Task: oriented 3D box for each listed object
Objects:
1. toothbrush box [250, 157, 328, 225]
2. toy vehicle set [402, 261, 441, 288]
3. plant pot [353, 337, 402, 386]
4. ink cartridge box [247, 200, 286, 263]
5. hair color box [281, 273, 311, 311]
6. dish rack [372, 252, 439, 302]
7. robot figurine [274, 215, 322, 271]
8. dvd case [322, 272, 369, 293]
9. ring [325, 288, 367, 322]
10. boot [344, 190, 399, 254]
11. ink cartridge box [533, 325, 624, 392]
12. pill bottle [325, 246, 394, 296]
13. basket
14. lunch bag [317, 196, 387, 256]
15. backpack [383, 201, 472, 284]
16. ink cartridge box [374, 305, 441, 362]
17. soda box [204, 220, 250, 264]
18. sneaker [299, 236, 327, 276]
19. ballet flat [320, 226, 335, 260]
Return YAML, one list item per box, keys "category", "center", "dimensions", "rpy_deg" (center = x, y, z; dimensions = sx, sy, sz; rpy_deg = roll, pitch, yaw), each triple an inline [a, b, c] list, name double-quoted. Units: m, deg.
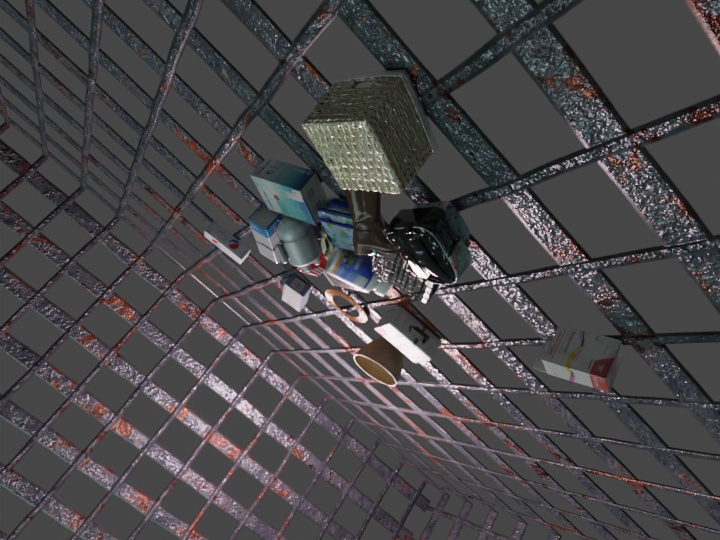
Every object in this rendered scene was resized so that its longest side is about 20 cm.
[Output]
- category: "toothbrush box"
  center: [-0.205, -0.234, 1.606]
  dimensions: [0.199, 0.085, 0.147]
  rpy_deg: [23, 153, 31]
- category: "toy vehicle set"
  center: [0.196, -0.023, 1.517]
  dimensions: [0.124, 0.027, 0.200]
  rpy_deg: [34, 156, 6]
- category: "plant pot"
  center: [0.091, 0.347, 2.181]
  dimensions: [0.200, 0.135, 0.201]
  rpy_deg: [29, 155, 15]
- category: "ink cartridge box"
  center: [-0.276, -0.141, 1.790]
  dimensions: [0.084, 0.145, 0.200]
  rpy_deg: [29, 154, 19]
- category: "hair color box"
  center: [-0.274, 0.097, 2.313]
  dimensions: [0.099, 0.061, 0.200]
  rpy_deg: [35, 155, 4]
- category: "dish rack"
  center: [0.128, 0.012, 1.555]
  dimensions: [0.199, 0.055, 0.154]
  rpy_deg: [27, 153, 11]
- category: "robot figurine"
  center: [-0.193, -0.094, 1.715]
  dimensions: [0.113, 0.170, 0.201]
  rpy_deg: [20, 142, 45]
- category: "dvd case"
  center: [-0.071, 0.015, 1.951]
  dimensions: [0.199, 0.016, 0.149]
  rpy_deg: [11, 145, 45]
- category: "ring"
  center: [-0.053, 0.135, 2.139]
  dimensions: [0.200, 0.019, 0.201]
  rpy_deg: [31, 155, 16]
- category: "boot"
  center: [0.057, -0.146, 1.414]
  dimensions: [0.185, 0.064, 0.201]
  rpy_deg: [-5, 106, 6]
- category: "ink cartridge box"
  center: [0.540, 0.213, 1.370]
  dimensions: [0.199, 0.117, 0.068]
  rpy_deg: [12, 147, 42]
- category: "pill bottle"
  center: [0.000, 0.000, 1.696]
  dimensions: [0.199, 0.112, 0.112]
  rpy_deg: [27, 158, -13]
- category: "basket"
  center: [0.021, -0.281, 1.133]
  dimensions: [0.198, 0.161, 0.200]
  rpy_deg: [12, 147, 42]
- category: "lunch bag"
  center: [-0.021, -0.127, 1.559]
  dimensions: [0.199, 0.083, 0.161]
  rpy_deg: [18, 147, 33]
- category: "backpack"
  center: [0.176, -0.064, 1.319]
  dimensions: [0.177, 0.151, 0.200]
  rpy_deg: [1, 131, 56]
- category: "ink cartridge box"
  center: [0.168, 0.229, 1.933]
  dimensions: [0.200, 0.083, 0.147]
  rpy_deg: [41, 156, -8]
- category: "soda box"
  center: [-0.567, -0.118, 2.317]
  dimensions: [0.200, 0.064, 0.068]
  rpy_deg: [39, 155, -4]
- category: "sneaker"
  center: [-0.171, -0.062, 1.820]
  dimensions: [0.078, 0.116, 0.200]
  rpy_deg: [5, 137, 50]
- category: "ballet flat"
  center: [-0.094, -0.077, 1.748]
  dimensions: [0.068, 0.075, 0.200]
  rpy_deg: [25, 153, 27]
